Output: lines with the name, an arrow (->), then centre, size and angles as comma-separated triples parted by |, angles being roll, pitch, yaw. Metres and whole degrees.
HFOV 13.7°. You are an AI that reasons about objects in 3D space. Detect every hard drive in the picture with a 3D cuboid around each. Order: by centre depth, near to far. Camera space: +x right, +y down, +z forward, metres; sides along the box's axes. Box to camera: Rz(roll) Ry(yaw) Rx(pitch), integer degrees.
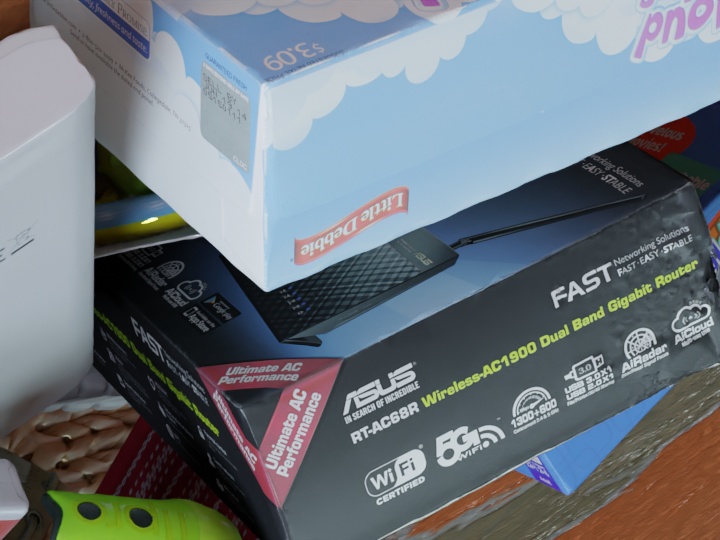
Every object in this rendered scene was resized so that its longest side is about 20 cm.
hard drive -> -0.125, 0.021, 0.749 | 0.132, 0.026, 0.200 | -35, 167, -16

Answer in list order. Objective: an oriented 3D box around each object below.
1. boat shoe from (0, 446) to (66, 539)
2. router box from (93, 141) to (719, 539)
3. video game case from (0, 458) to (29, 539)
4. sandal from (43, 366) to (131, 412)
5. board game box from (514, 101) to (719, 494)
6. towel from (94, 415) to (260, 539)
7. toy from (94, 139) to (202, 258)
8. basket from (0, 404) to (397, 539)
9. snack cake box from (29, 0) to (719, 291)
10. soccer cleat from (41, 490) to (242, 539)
boat shoe -> -0.140, 0.142, 0.998 | 0.063, 0.201, 0.073 | 20, 136, -18
router box -> 0.000, 0.000, 0.917 | 0.149, 0.062, 0.200 | -26, -152, -16
video game case -> -0.191, 0.109, 0.748 | 0.143, 0.017, 0.200 | 3, 142, -44
sandal -> -0.093, 0.022, 1.057 | 0.202, 0.050, 0.082 | -3, 171, -32
board game box -> 0.084, -0.025, 1.010 | 0.200, 0.045, 0.152 | -44, -149, -17
towel -> -0.060, 0.105, 0.951 | 0.022, 0.200, 0.145 | 23, 112, -19
toy -> -0.042, -0.040, 0.873 | 0.199, 0.047, 0.115 | -7, -168, 14
basket -> -0.104, 0.159, 1.250 | 0.198, 0.161, 0.200 | -42, 163, 31
snack cake box -> 0.023, -0.081, 0.808 | 0.200, 0.115, 0.067 | -24, 134, -29
soccer cleat -> -0.103, 0.136, 0.868 | 0.081, 0.068, 0.200 | 19, 122, -26
